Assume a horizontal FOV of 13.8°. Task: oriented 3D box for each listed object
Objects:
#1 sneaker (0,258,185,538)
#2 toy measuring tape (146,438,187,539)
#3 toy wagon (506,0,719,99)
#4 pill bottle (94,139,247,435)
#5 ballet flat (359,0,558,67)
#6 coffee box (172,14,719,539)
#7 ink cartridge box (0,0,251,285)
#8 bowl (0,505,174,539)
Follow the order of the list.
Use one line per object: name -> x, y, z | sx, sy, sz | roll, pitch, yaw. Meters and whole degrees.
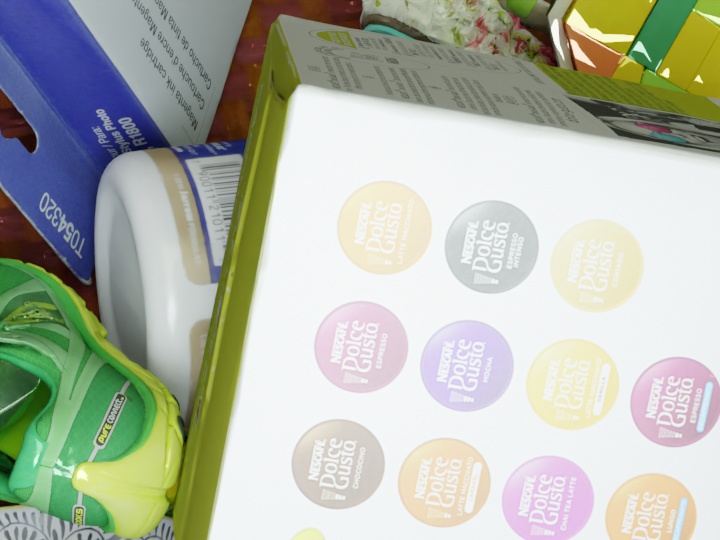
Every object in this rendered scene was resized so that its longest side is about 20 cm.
sneaker -> -0.139, 0.039, 1.129 | 0.083, 0.200, 0.074 | 14, 98, -36
toy measuring tape -> -0.005, 0.130, 1.179 | 0.200, 0.074, 0.074 | 40, 67, -3
toy wagon -> 0.161, -0.132, 1.207 | 0.155, 0.040, 0.200 | 30, 96, -2
pill bottle -> 0.000, 0.000, 1.201 | 0.200, 0.116, 0.116 | -6, 70, -16
ballet flat -> 0.091, -0.073, 1.272 | 0.200, 0.076, 0.064 | 36, 66, 2
coffee box -> 0.047, 0.034, 1.036 | 0.197, 0.200, 0.200 | 10, 101, -6
ink cartridge box -> -0.103, -0.124, 1.194 | 0.043, 0.196, 0.200 | 4, 64, 23
bowl -> -0.141, 0.166, 1.097 | 0.200, 0.201, 0.094 | -13, 107, -15
